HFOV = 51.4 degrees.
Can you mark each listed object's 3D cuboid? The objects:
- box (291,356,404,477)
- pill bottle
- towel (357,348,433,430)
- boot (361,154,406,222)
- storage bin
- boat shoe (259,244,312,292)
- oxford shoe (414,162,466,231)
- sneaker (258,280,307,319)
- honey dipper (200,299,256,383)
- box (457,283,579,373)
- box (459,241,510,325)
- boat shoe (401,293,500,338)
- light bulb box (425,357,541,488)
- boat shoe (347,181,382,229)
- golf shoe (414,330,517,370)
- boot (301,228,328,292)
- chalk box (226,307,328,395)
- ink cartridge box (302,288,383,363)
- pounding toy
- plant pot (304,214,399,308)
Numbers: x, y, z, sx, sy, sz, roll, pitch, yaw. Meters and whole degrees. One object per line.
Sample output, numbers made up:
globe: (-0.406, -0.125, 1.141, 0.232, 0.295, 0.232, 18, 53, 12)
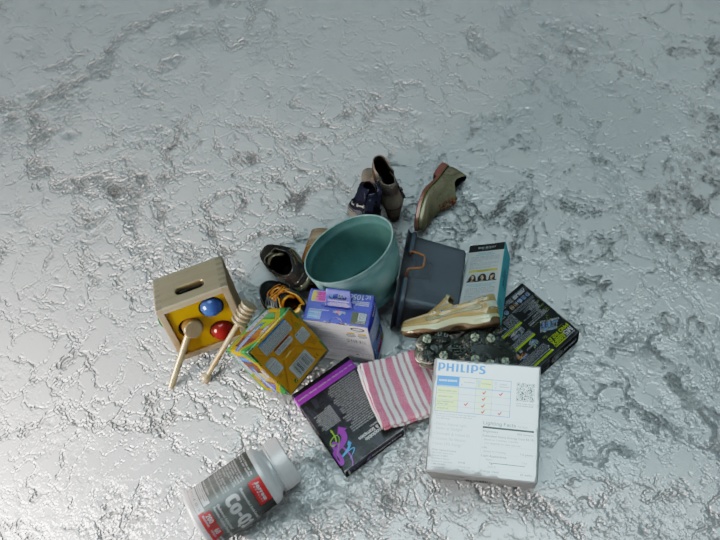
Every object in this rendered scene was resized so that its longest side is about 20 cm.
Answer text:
box: (-0.026, 0.285, 1.473, 0.142, 0.036, 0.200, -32, 55, -13)
pill bottle: (-0.214, 0.403, 1.377, 0.199, 0.114, 0.114, -33, 57, -12)
towel: (0.107, 0.222, 1.473, 0.197, 0.030, 0.147, -14, 54, -16)
boot: (0.047, -0.211, 1.731, 0.070, 0.147, 0.201, -26, 56, -9)
storage bin: (0.145, 0.023, 1.568, 0.132, 0.146, 0.202, 10, 57, 4)
boat shoe: (-0.172, -0.022, 1.653, 0.075, 0.073, 0.199, -55, 40, -6)
oxford shoe: (0.183, -0.166, 1.725, 0.074, 0.071, 0.201, 21, 63, 16)
sneaker: (-0.160, 0.066, 1.612, 0.078, 0.078, 0.199, -43, 46, -16)
honey dipper: (-0.280, 0.151, 1.554, 0.038, 0.038, 0.201, 43, 107, 31)
box: (0.313, 0.142, 1.505, 0.199, 0.044, 0.160, -38, 59, -15)
box: (0.259, 0.028, 1.555, 0.081, 0.049, 0.201, -6, 41, 24)
boat shoe: (0.174, 0.085, 1.468, 0.197, 0.072, 0.077, -10, 76, 16)
light bulb box: (0.224, 0.277, 1.351, 0.195, 0.125, 0.203, 4, 71, 11)
boat shoe: (0.015, -0.160, 1.683, 0.074, 0.094, 0.200, 1, 18, -13)
golf shoe: (0.203, 0.163, 1.449, 0.197, 0.088, 0.078, 6, 63, 3)
boot: (-0.036, -0.019, 1.665, 0.197, 0.074, 0.156, -3, 56, 18)
chalk box: (-0.177, 0.160, 1.507, 0.125, 0.124, 0.199, -48, 17, -21)
ink cartridge box: (-0.033, 0.106, 1.492, 0.134, 0.201, 0.077, 6, 61, 12)
pounding toy: (-0.348, 0.111, 1.576, 0.198, 0.186, 0.143, -20, 43, -5)
plant pot: (0.000, 0.000, 1.554, 0.198, 0.135, 0.202, -18, 38, 15)
